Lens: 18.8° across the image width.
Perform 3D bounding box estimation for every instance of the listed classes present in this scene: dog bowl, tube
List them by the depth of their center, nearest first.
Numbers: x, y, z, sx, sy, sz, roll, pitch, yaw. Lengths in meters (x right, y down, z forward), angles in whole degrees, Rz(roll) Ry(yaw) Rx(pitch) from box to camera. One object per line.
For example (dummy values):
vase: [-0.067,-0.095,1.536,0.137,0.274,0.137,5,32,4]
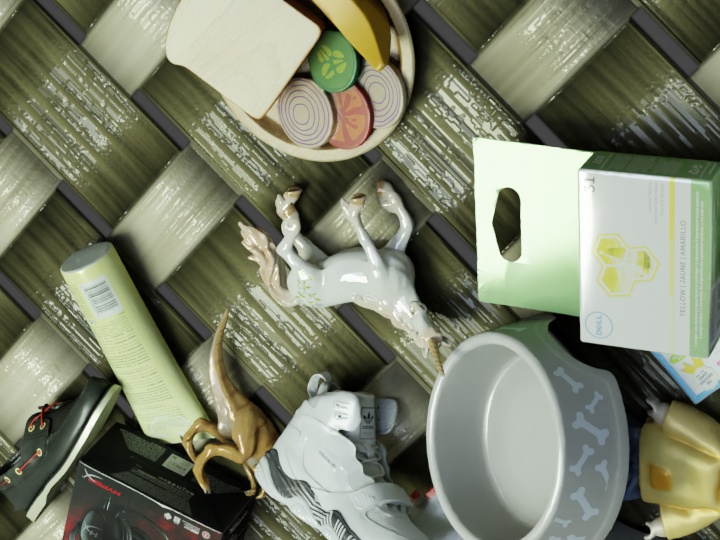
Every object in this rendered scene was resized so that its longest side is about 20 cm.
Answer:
dog bowl: [0.124,0.135,1.711,0.200,0.059,0.201,4,95,56]
tube: [-0.197,0.070,1.914,0.200,0.052,0.058,64,167,-21]

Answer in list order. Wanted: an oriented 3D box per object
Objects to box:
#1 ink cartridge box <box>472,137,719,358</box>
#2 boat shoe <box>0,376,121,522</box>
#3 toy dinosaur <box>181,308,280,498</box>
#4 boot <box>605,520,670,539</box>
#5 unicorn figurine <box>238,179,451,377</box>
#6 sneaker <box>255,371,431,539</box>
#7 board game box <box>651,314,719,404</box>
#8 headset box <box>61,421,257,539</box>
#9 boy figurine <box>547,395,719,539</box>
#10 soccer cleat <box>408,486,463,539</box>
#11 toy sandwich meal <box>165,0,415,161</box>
ink cartridge box: [0.173,-0.019,1.645,0.199,0.048,0.146,7,116,21]
boat shoe: [-0.277,0.154,1.966,0.063,0.074,0.201,39,135,-1]
toy dinosaur: [-0.108,0.133,1.900,0.106,0.060,0.200,-32,106,4]
boot: [0.210,0.261,1.780,0.199,0.074,0.096,17,113,18]
unicorn figurine: [0.000,0.000,1.774,0.200,0.074,0.138,5,116,43]
sneaker: [0.005,0.168,1.805,0.200,0.075,0.115,31,101,36]
board game box: [0.285,-0.005,1.643,0.135,0.034,0.200,50,124,-1]
headset box: [-0.192,0.259,1.974,0.149,0.077,0.200,26,124,12]
boy figurine: [0.248,0.163,1.724,0.199,0.064,0.125,15,116,24]
soccer cleat: [0.032,0.248,1.871,0.200,0.069,0.078,-37,97,31]
toy sandwich meal: [-0.054,-0.172,1.712,0.205,0.070,0.206,11,117,22]
